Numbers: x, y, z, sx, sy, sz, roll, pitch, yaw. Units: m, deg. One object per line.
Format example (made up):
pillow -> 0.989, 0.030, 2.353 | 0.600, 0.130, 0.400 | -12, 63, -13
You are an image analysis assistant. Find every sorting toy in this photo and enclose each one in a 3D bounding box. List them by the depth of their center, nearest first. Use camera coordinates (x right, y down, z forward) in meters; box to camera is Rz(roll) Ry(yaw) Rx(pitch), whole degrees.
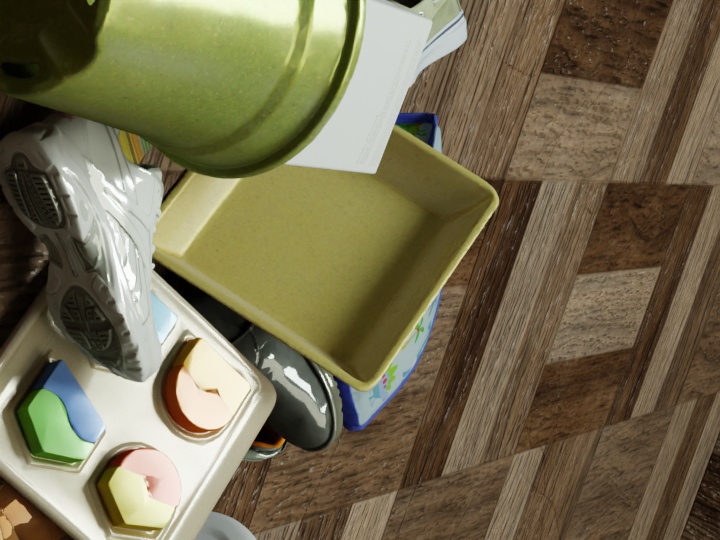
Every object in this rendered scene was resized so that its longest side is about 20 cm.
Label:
sorting toy -> -0.154, 0.093, 1.415 | 0.200, 0.036, 0.185 | 48, 55, -25

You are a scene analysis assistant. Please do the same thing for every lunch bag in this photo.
lunch bag -> 0.000, 0.000, 1.663 | 0.170, 0.127, 0.201 | 78, 18, -53

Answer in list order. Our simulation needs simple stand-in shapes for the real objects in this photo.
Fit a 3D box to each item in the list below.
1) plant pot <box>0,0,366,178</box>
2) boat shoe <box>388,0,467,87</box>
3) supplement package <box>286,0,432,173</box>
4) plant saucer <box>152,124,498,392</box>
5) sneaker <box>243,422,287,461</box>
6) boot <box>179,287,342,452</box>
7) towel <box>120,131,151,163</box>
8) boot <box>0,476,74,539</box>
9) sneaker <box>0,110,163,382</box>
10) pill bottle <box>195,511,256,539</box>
plant pot -> -0.128, -0.157, 1.216 | 0.184, 0.200, 0.201 | 1, 110, -55
boat shoe -> 0.019, -0.181, 1.670 | 0.200, 0.072, 0.062 | -42, 122, -52
supplement package -> -0.051, -0.143, 1.419 | 0.120, 0.121, 0.200 | -68, 163, 8
plant saucer -> -0.031, -0.028, 1.538 | 0.200, 0.200, 0.048 | -54, 174, -28
sneaker -> -0.081, 0.122, 1.694 | 0.200, 0.079, 0.074 | -1, 110, -67
boot -> -0.111, 0.091, 1.527 | 0.182, 0.072, 0.200 | 59, 35, -8
towel -> -0.128, -0.143, 1.426 | 0.200, 0.018, 0.086 | -57, 161, -26
boot -> -0.230, 0.205, 1.444 | 0.155, 0.077, 0.201 | -41, 151, -40
sneaker -> -0.153, -0.021, 1.344 | 0.099, 0.078, 0.201 | -43, 133, -36
pill bottle -> -0.132, 0.294, 1.692 | 0.112, 0.112, 0.201 | -46, 149, -42
